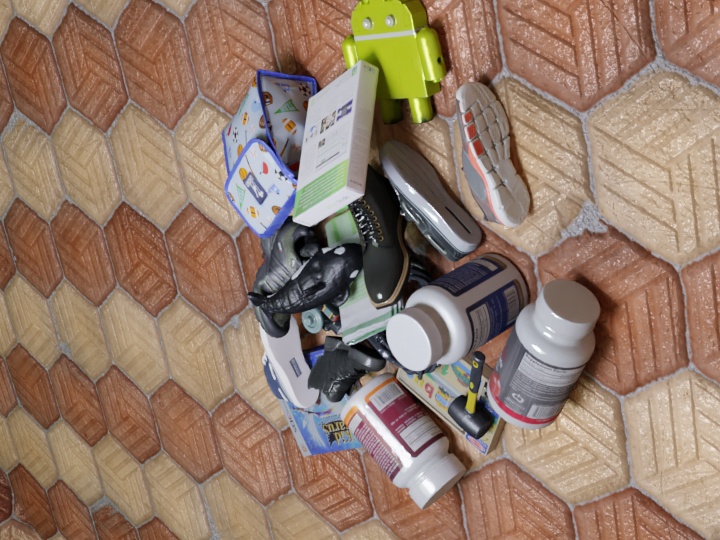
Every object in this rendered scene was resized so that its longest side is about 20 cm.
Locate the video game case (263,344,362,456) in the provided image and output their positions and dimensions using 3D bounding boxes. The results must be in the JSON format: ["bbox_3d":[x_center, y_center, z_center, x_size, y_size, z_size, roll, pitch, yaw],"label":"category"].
[{"bbox_3d":[-0.068,0.228,2.034,0.199,0.045,0.183,-20,96,51],"label":"video game case"}]

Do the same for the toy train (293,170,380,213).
[{"bbox_3d":[-0.038,-0.117,1.798,0.199,0.041,0.057,-9,76,50],"label":"toy train"}]

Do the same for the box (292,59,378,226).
[{"bbox_3d":[-0.035,-0.176,1.627,0.144,0.036,0.202,-26,50,53],"label":"box"}]

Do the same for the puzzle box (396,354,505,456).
[{"bbox_3d":[0.143,0.176,1.783,0.200,0.025,0.134,39,135,28],"label":"puzzle box"}]

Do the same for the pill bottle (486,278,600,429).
[{"bbox_3d":[0.250,0.111,1.561,0.111,0.110,0.201,41,136,24],"label":"pill bottle"}]

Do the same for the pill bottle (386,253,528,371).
[{"bbox_3d":[0.131,0.061,1.594,0.110,0.199,0.112,25,127,37],"label":"pill bottle"}]

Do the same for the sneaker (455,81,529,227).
[{"bbox_3d":[0.157,-0.150,1.551,0.082,0.077,0.202,-3,108,55],"label":"sneaker"}]

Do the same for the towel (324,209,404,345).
[{"bbox_3d":[0.000,0.000,1.784,0.149,0.030,0.202,-27,69,47],"label":"towel"}]

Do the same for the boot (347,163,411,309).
[{"bbox_3d":[0.007,-0.059,1.641,0.077,0.138,0.202,-18,54,26],"label":"boot"}]

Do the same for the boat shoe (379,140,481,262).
[{"bbox_3d":[0.086,-0.093,1.658,0.201,0.072,0.071,52,136,10],"label":"boat shoe"}]

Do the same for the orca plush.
[{"bbox_3d":[-0.086,0.019,1.761,0.198,0.071,0.106,-14,97,19],"label":"orca plush"}]

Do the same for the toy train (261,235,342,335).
[{"bbox_3d":[-0.082,0.013,1.905,0.200,0.085,0.115,45,128,21],"label":"toy train"}]

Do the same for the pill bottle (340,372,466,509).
[{"bbox_3d":[0.070,0.272,1.849,0.200,0.114,0.115,49,139,17],"label":"pill bottle"}]

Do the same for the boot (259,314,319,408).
[{"bbox_3d":[-0.143,0.142,1.971,0.090,0.072,0.202,6,120,50],"label":"boot"}]

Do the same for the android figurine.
[{"bbox_3d":[0.046,-0.303,1.615,0.181,0.041,0.202,9,119,46],"label":"android figurine"}]

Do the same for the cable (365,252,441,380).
[{"bbox_3d":[0.074,0.069,1.756,0.200,0.050,0.164,48,124,43],"label":"cable"}]

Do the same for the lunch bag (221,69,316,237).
[{"bbox_3d":[-0.135,-0.174,1.771,0.170,0.122,0.202,-48,47,52],"label":"lunch bag"}]

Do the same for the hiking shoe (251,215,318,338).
[{"bbox_3d":[-0.112,0.012,1.836,0.100,0.075,0.203,10,100,33],"label":"hiking shoe"}]

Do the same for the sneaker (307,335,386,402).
[{"bbox_3d":[-0.024,0.167,1.862,0.199,0.059,0.106,18,97,60],"label":"sneaker"}]

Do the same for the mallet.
[{"bbox_3d":[0.169,0.181,1.664,0.066,0.041,0.201,45,156,18],"label":"mallet"}]
